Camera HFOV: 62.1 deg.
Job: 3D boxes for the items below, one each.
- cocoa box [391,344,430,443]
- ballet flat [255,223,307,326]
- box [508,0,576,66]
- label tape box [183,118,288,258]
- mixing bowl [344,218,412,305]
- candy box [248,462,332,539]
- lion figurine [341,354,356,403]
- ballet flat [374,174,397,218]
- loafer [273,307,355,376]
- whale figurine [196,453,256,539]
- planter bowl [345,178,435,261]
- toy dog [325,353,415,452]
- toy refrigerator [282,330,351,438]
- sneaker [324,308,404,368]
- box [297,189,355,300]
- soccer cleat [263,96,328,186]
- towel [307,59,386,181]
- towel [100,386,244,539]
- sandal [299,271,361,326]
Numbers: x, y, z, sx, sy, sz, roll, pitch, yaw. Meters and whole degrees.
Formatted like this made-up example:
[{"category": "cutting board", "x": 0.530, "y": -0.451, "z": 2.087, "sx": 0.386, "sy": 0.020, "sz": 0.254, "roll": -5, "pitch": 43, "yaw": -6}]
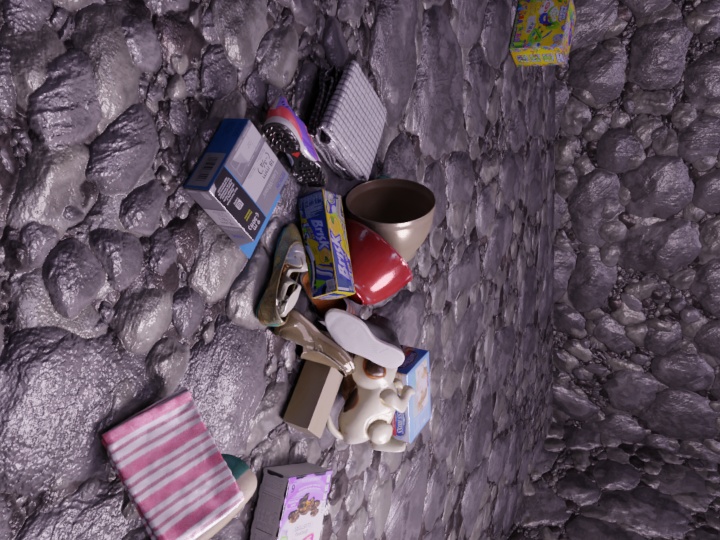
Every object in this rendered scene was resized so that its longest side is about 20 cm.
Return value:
[{"category": "cocoa box", "x": 0.096, "y": 0.308, "z": 1.522, "sx": 0.133, "sy": 0.129, "sz": 0.204, "roll": -32, "pitch": 124, "yaw": -53}, {"category": "ballet flat", "x": -0.135, "y": 0.010, "z": 1.121, "sx": 0.071, "sy": 0.070, "sz": 0.203, "roll": 41, "pitch": 61, "yaw": -55}, {"category": "box", "x": 0.660, "y": -0.864, "z": 2.162, "sx": 0.122, "sy": 0.190, "sz": 0.204, "roll": 31, "pitch": 71, "yaw": -57}, {"category": "label tape box", "x": -0.186, "y": -0.130, "z": 1.002, "sx": 0.201, "sy": 0.062, "sz": 0.146, "roll": 54, "pitch": 52, "yaw": -50}, {"category": "mixing bowl", "x": 0.000, "y": 0.000, "z": 1.252, "sx": 0.109, "sy": 0.199, "sz": 0.201, "roll": -51, "pitch": 141, "yaw": -14}, {"category": "candy box", "x": -0.143, "y": 0.506, "z": 1.214, "sx": 0.167, "sy": 0.070, "sz": 0.204, "roll": 22, "pitch": 77, "yaw": -59}, {"category": "lion figurine", "x": -0.025, "y": 0.221, "z": 1.370, "sx": 0.123, "sy": 0.072, "sz": 0.201, "roll": -49, "pitch": 124, "yaw": -25}, {"category": "ballet flat", "x": 0.080, "y": -0.142, "z": 1.449, "sx": 0.201, "sy": 0.066, "sz": 0.071, "roll": 60, "pitch": 39, "yaw": -49}, {"category": "loafer", "x": -0.093, "y": 0.150, "z": 1.177, "sx": 0.200, "sy": 0.076, "sz": 0.068, "roll": 42, "pitch": 78, "yaw": -15}, {"category": "whale figurine", "x": -0.264, "y": 0.383, "z": 0.968, "sx": 0.199, "sy": 0.104, "sz": 0.159, "roll": -39, "pitch": 170, "yaw": -23}, {"category": "planter bowl", "x": 0.067, "y": -0.098, "z": 1.329, "sx": 0.200, "sy": 0.197, "sz": 0.137, "roll": -46, "pitch": 144, "yaw": -45}, {"category": "toy dog", "x": 0.021, "y": 0.268, "z": 1.304, "sx": 0.140, "sy": 0.190, "sz": 0.204, "roll": -142, "pitch": -122, "yaw": -79}, {"category": "toy refrigerator", "x": -0.089, "y": 0.235, "z": 1.252, "sx": 0.203, "sy": 0.069, "sz": 0.076, "roll": -69, "pitch": 154, "yaw": -21}, {"category": "sneaker", "x": 0.003, "y": 0.120, "z": 1.237, "sx": 0.199, "sy": 0.071, "sz": 0.100, "roll": 33, "pitch": 23, "yaw": -23}, {"category": "box", "x": -0.066, "y": -0.048, "z": 1.164, "sx": 0.070, "sy": 0.063, "sz": 0.204, "roll": 10, "pitch": 68, "yaw": -58}, {"category": "soccer cleat", "x": -0.110, "y": -0.229, "z": 1.100, "sx": 0.200, "sy": 0.067, "sz": 0.074, "roll": 50, "pitch": 41, "yaw": -53}, {"category": "towel", "x": -0.031, "y": -0.298, "z": 1.215, "sx": 0.200, "sy": 0.084, "sz": 0.168, "roll": 41, "pitch": 63, "yaw": -57}, {"category": "towel", "x": -0.270, "y": 0.292, "z": 0.877, "sx": 0.145, "sy": 0.030, "sz": 0.202, "roll": -28, "pitch": 88, "yaw": -42}, {"category": "sandal", "x": -0.064, "y": 0.078, "z": 1.239, "sx": 0.207, "sy": 0.078, "sz": 0.060, "roll": 54, "pitch": 14, "yaw": -41}]
